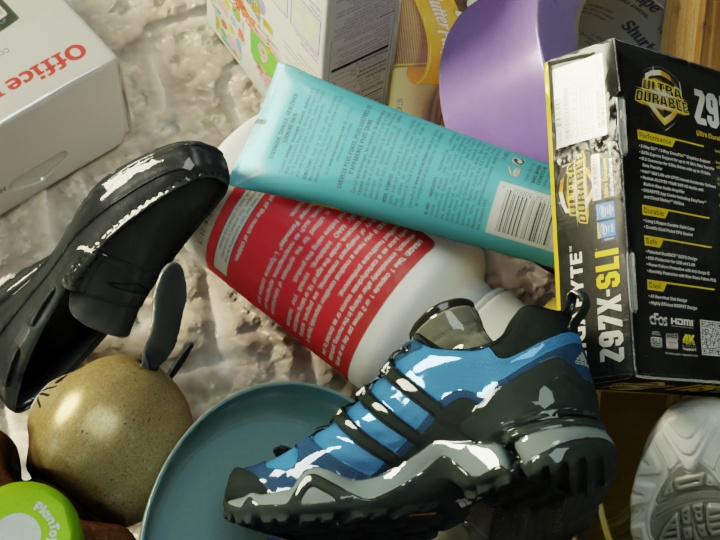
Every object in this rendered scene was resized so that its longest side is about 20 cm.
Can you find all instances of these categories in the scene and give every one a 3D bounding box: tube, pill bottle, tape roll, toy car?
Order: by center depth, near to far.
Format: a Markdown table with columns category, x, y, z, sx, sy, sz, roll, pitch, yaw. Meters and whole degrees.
| category | x | y | z | sx | sy | sz | roll | pitch | yaw |
| --- | --- | --- | --- | --- | --- | --- | --- | --- | --- |
| toy car | -0.153 | 0.087 | 0.680 | 0.158 | 0.164 | 0.200 | 29 | 61 | 12 |
| tube | 0.032 | -0.052 | 0.711 | 0.200 | 0.050 | 0.078 | 19 | 73 | 10 |
| pill bottle | 0.000 | 0.000 | 0.770 | 0.200 | 0.112 | 0.112 | 38 | 64 | 16 |
| tape roll | 0.149 | -0.098 | 0.797 | 0.200 | 0.085 | 0.200 | 19 | 59 | -35 |

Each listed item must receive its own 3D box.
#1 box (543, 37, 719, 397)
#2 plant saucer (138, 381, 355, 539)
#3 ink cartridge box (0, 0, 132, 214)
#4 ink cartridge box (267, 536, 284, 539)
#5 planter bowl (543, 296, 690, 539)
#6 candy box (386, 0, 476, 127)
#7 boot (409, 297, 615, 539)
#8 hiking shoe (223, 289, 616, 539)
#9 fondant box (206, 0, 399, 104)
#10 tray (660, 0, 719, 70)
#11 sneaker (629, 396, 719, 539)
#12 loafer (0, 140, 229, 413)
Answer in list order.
| category | x | y | z | sx | sy | sz | roll | pitch | yaw |
| --- | --- | --- | --- | --- | --- | --- | --- | --- | --- |
| box | 0.180 | -0.017 | 0.656 | 0.200 | 0.049 | 0.160 | 6 | 75 | -39 |
| plant saucer | -0.035 | 0.158 | 0.672 | 0.200 | 0.027 | 0.200 | 14 | 68 | -39 |
| ink cartridge box | -0.266 | -0.141 | 0.845 | 0.146 | 0.084 | 0.200 | -36 | 68 | -22 |
| ink cartridge box | 0.036 | 0.192 | 0.580 | 0.200 | 0.044 | 0.094 | 12 | 46 | 13 |
| planter bowl | 0.141 | 0.068 | 0.730 | 0.083 | 0.200 | 0.200 | 6 | 54 | 37 |
| candy box | 0.078 | -0.129 | 0.880 | 0.115 | 0.055 | 0.200 | 8 | 60 | -1 |
| boot | 0.051 | 0.123 | 0.680 | 0.068 | 0.200 | 0.131 | -1 | 33 | -36 |
| hiking shoe | 0.023 | 0.077 | 0.606 | 0.200 | 0.074 | 0.087 | -17 | 61 | 27 |
| fondant box | -0.040 | -0.184 | 0.819 | 0.058 | 0.200 | 0.144 | -28 | 66 | -20 |
| tray | 0.226 | -0.107 | 0.785 | 0.099 | 0.037 | 0.200 | 34 | 51 | -26 |
| sneaker | 0.200 | 0.133 | 0.690 | 0.078 | 0.200 | 0.099 | -4 | 36 | 31 |
| loafer | -0.143 | 0.006 | 0.734 | 0.201 | 0.068 | 0.070 | -40 | 61 | 22 |
